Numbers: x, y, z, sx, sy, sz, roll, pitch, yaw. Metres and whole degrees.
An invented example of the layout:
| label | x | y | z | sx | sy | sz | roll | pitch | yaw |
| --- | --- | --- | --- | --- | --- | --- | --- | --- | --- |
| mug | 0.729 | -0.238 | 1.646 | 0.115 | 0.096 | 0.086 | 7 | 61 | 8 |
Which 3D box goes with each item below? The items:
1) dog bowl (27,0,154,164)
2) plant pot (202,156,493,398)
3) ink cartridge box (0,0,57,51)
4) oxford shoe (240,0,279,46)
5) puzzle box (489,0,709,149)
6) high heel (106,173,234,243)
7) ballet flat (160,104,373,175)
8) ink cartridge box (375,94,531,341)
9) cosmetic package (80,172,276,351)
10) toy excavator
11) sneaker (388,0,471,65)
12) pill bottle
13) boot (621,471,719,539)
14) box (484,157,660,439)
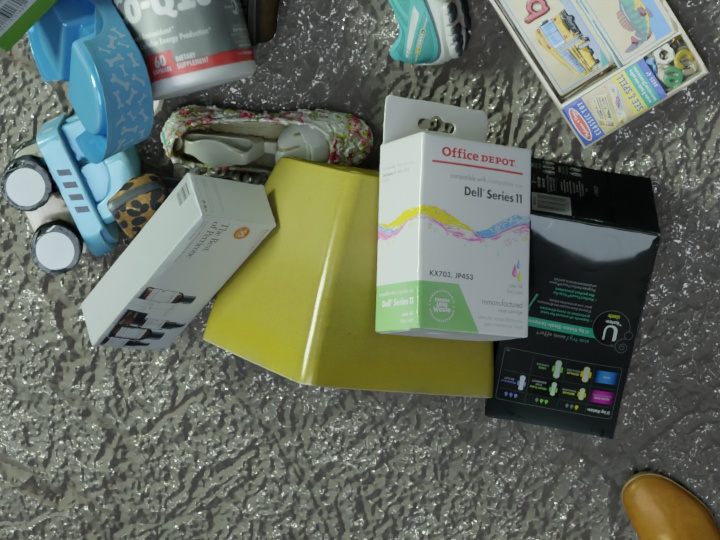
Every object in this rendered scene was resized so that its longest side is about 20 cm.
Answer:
| label | x | y | z | sx | sy | sz | roll | pitch | yaw |
| --- | --- | --- | --- | --- | --- | --- | --- | --- | --- |
| dog bowl | -0.232 | -0.182 | 1.494 | 0.049 | 0.201 | 0.112 | -14 | 143 | -25 |
| plant pot | 0.000 | 0.000 | 1.546 | 0.198 | 0.199 | 0.179 | 6 | 95 | -32 |
| ink cartridge box | -0.298 | -0.309 | 1.472 | 0.148 | 0.201 | 0.075 | -40 | 140 | 22 |
| oxford shoe | -0.057 | -0.284 | 1.524 | 0.083 | 0.073 | 0.202 | 12 | 119 | -11 |
| puzzle box | 0.200 | -0.223 | 1.537 | 0.132 | 0.025 | 0.201 | -31 | 105 | 18 |
| high heel | -0.213 | -0.015 | 1.607 | 0.072 | 0.142 | 0.200 | 53 | 125 | 23 |
| ballet flat | -0.088 | -0.111 | 1.601 | 0.198 | 0.064 | 0.076 | 1 | 115 | 6 |
| ink cartridge box | 0.079 | -0.046 | 1.456 | 0.116 | 0.067 | 0.203 | 5 | 82 | -32 |
| cosmetic package | -0.163 | -0.003 | 1.553 | 0.082 | 0.051 | 0.200 | 5 | 142 | -40 |
| toy excavator | -0.236 | -0.121 | 1.611 | 0.198 | 0.100 | 0.196 | -23 | 106 | 2 |
| sneaker | 0.037 | -0.272 | 1.515 | 0.079 | 0.078 | 0.202 | -6 | 112 | 19 |
| pill bottle | -0.166 | -0.254 | 1.507 | 0.113 | 0.114 | 0.202 | -13 | 95 | 13 |
| boot | 0.322 | 0.297 | 1.668 | 0.071 | 0.144 | 0.202 | -36 | 103 | 18 |
| box | 0.187 | 0.023 | 1.572 | 0.123 | 0.149 | 0.202 | 9 | 113 | 2 |
